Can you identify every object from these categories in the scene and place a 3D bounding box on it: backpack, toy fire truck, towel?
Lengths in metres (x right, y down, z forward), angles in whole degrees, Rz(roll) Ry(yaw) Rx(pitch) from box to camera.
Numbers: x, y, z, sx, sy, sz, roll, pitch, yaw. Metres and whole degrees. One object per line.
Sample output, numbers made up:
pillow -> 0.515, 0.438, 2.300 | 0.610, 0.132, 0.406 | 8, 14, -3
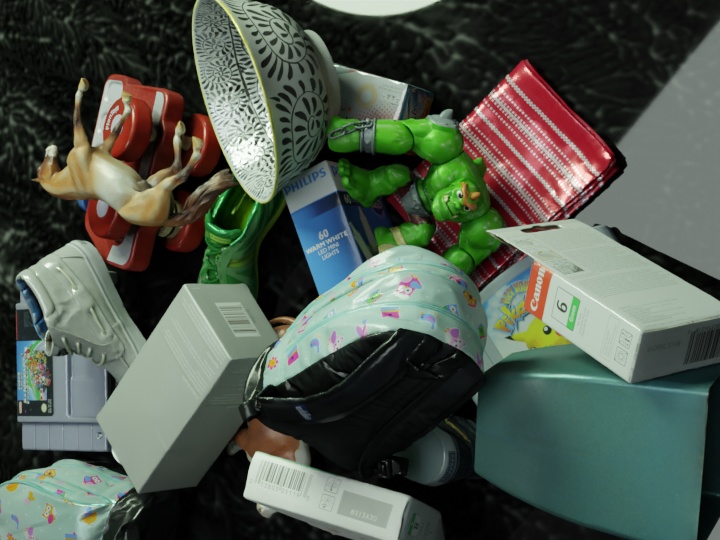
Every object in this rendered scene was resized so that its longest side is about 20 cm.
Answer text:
backpack -> 0.015, 0.075, 1.123 | 0.200, 0.167, 0.127 | -39, 37, 39
toy fire truck -> -0.245, -0.105, 1.431 | 0.168, 0.112, 0.201 | 18, 97, 51
towel -> 0.132, -0.085, 1.265 | 0.200, 0.022, 0.145 | -45, 69, 20
backpack -> -0.296, 0.274, 1.422 | 0.200, 0.126, 0.167 | 14, 98, 31

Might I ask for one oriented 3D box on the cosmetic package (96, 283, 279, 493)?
cosmetic package -> -0.169, 0.118, 1.322 | 0.200, 0.090, 0.107 | -54, 56, 30

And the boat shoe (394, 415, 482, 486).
boat shoe -> 0.036, 0.151, 1.279 | 0.200, 0.091, 0.071 | 28, 102, 41

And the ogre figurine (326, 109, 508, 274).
ogre figurine -> 0.059, -0.067, 1.229 | 0.120, 0.098, 0.200 | -23, 91, 14

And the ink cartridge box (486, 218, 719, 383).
ink cartridge box -> 0.201, 0.020, 1.116 | 0.200, 0.109, 0.050 | 37, 126, 48

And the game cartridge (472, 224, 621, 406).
game cartridge -> 0.174, 0.054, 1.232 | 0.200, 0.040, 0.134 | -39, 68, 21

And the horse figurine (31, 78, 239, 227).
horse figurine -> -0.224, -0.097, 1.300 | 0.200, 0.050, 0.133 | 27, 110, 7

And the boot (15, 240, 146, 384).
boot -> -0.291, 0.074, 1.412 | 0.073, 0.095, 0.200 | -19, 100, 55

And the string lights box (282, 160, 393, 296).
string lights box -> 0.000, 0.000, 1.286 | 0.059, 0.103, 0.200 | -25, 77, 24

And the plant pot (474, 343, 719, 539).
plant pot -> 0.206, 0.136, 1.133 | 0.200, 0.141, 0.142 | 6, 102, 25

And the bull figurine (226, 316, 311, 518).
bull figurine -> -0.096, 0.146, 1.353 | 0.121, 0.065, 0.201 | 3, 85, 34

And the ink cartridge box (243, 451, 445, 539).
ink cartridge box -> 0.006, 0.227, 1.231 | 0.161, 0.200, 0.050 | 11, 77, 28

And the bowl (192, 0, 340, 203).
bowl -> -0.078, -0.172, 1.248 | 0.094, 0.201, 0.201 | -20, 75, -18

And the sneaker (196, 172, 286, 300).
sneaker -> -0.138, -0.026, 1.370 | 0.074, 0.084, 0.200 | 21, 97, 29

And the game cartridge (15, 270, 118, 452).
game cartridge -> -0.331, 0.103, 1.499 | 0.129, 0.038, 0.201 | -3, 87, 24

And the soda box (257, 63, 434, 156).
soda box -> -0.031, -0.173, 1.331 | 0.200, 0.064, 0.069 | 19, 97, 26
